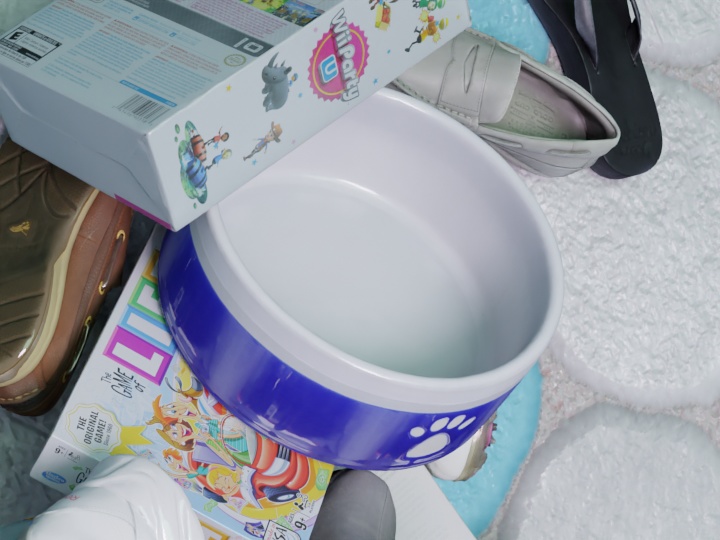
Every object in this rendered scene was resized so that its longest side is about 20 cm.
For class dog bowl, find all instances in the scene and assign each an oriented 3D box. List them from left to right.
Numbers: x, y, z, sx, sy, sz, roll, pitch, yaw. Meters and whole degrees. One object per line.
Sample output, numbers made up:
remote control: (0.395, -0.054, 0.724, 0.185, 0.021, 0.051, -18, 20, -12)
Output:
dog bowl: (0.000, 0.000, 1.046, 0.199, 0.079, 0.201, 16, 46, -17)

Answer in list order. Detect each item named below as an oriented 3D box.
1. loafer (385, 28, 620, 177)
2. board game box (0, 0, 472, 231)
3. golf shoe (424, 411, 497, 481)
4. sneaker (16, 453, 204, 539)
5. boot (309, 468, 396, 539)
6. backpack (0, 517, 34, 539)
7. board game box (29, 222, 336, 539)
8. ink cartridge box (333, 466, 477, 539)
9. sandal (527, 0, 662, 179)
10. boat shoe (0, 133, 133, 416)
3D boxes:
loafer: (0.068, -0.114, 1.214, 0.200, 0.070, 0.070, 21, 71, -29)
board game box: (-0.067, -0.117, 1.018, 0.200, 0.147, 0.064, -38, 133, -25)
golf shoe: (0.022, 0.025, 1.167, 0.092, 0.073, 0.201, -6, 78, -20)
sneaker: (-0.095, 0.188, 0.905, 0.099, 0.078, 0.200, -27, 85, -44)
boot: (0.025, 0.168, 1.013, 0.070, 0.131, 0.200, 46, 36, -30)
backpack: (-0.134, 0.218, 0.992, 0.167, 0.126, 0.201, -15, 88, -47)
board game box: (-0.071, 0.058, 1.039, 0.134, 0.034, 0.200, 28, 40, -7)
ink cartridge box: (-0.034, 0.129, 1.121, 0.145, 0.048, 0.200, -36, 91, -33)
sandal: (0.152, -0.159, 1.294, 0.076, 0.043, 0.201, -25, 96, -34)
boat shoe: (-0.156, -0.017, 1.060, 0.068, 0.072, 0.201, 59, 41, -51)
